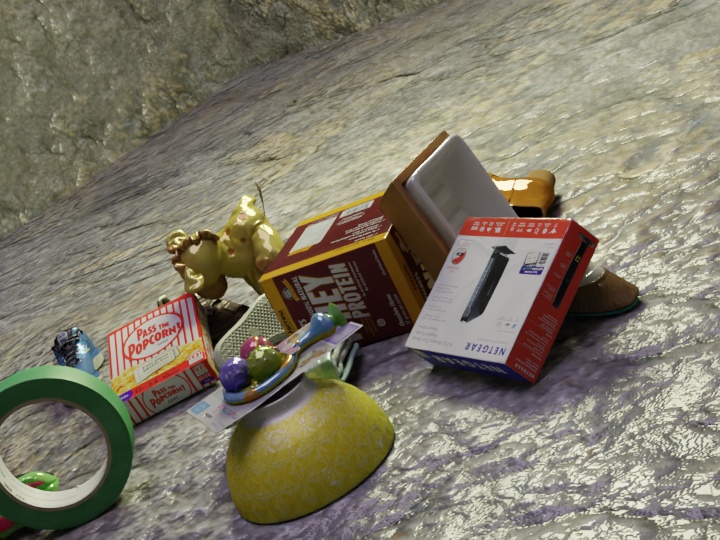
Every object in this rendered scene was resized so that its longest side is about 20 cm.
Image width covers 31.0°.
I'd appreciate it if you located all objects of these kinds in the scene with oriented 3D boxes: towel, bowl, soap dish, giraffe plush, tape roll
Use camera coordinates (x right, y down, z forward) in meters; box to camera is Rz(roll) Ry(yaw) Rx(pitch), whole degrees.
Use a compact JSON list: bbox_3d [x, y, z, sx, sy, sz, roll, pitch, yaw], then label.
[{"bbox_3d":[-0.091,0.135,1.615,0.171,0.048,0.200,-26,5,10],"label":"towel"},{"bbox_3d":[-0.074,0.175,1.435,0.199,0.108,0.200,-25,18,9],"label":"bowl"},{"bbox_3d":[0.122,-0.063,1.682,0.081,0.200,0.157,-29,12,42],"label":"soap dish"},{"bbox_3d":[-0.202,-0.015,1.966,0.162,0.201,0.173,-22,19,-12],"label":"giraffe plush"},{"bbox_3d":[-0.380,0.218,1.599,0.200,0.201,0.048,-27,17,0],"label":"tape roll"}]

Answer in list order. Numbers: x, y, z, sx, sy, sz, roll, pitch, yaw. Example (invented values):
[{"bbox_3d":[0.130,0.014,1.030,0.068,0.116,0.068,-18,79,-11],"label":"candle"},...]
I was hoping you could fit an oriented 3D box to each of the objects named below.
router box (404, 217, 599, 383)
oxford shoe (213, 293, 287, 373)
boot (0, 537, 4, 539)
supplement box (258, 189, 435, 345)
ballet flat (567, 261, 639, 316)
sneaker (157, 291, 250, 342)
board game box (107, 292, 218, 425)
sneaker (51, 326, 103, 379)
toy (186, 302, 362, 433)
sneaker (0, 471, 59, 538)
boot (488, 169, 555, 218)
[{"bbox_3d":[0.158,0.028,1.478,0.200,0.049,0.180,4,64,59],"label":"router box"},{"bbox_3d":[-0.142,0.087,1.851,0.200,0.075,0.058,-41,-5,-39],"label":"oxford shoe"},{"bbox_3d":[-0.537,0.391,1.557,0.199,0.073,0.182,-14,7,18],"label":"boot"},{"bbox_3d":[0.000,0.000,1.770,0.197,0.133,0.200,-19,20,23],"label":"supplement box"},{"bbox_3d":[0.232,0.012,1.507,0.068,0.073,0.200,-35,20,-30],"label":"ballet flat"},{"bbox_3d":[-0.251,0.068,2.035,0.199,0.076,0.070,-11,24,42],"label":"sneaker"},{"bbox_3d":[-0.292,0.127,1.907,0.151,0.046,0.200,-28,31,2],"label":"board game box"},{"bbox_3d":[-0.470,0.146,2.107,0.078,0.089,0.200,-29,18,-2],"label":"sneaker"},{"bbox_3d":[-0.104,0.096,1.441,0.200,0.047,0.115,-32,17,-17],"label":"toy"},{"bbox_3d":[-0.478,0.321,1.694,0.199,0.077,0.084,-23,1,4],"label":"sneaker"},{"bbox_3d":[0.180,-0.090,1.860,0.200,0.071,0.144,-13,19,25],"label":"boot"}]
